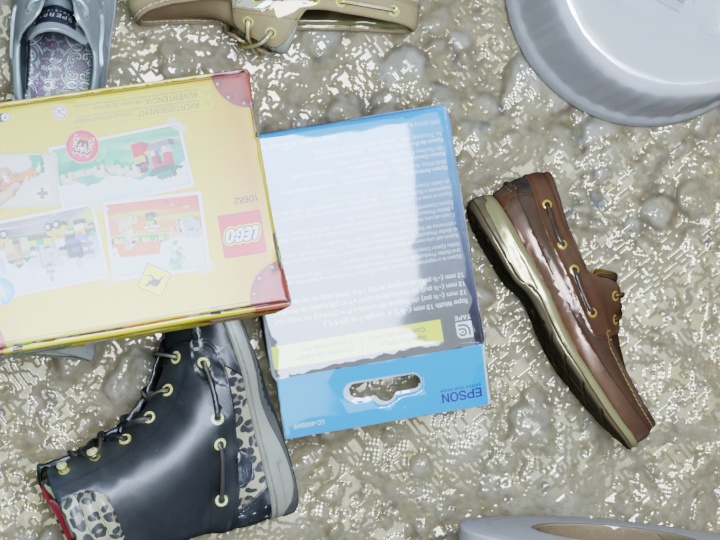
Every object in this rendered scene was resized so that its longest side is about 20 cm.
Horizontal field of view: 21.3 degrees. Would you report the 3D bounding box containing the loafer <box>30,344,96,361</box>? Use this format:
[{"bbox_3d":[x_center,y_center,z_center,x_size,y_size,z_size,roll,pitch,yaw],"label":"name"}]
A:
[{"bbox_3d":[-0.269,0.040,1.234,0.200,0.070,0.070,-7,82,-8],"label":"loafer"}]

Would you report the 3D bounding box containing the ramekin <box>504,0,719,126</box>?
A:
[{"bbox_3d":[0.203,-0.200,1.282,0.200,0.098,0.201,0,90,-7],"label":"ramekin"}]

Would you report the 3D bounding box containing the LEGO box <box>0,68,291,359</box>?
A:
[{"bbox_3d":[-0.156,-0.032,1.172,0.200,0.077,0.149,-9,86,-12],"label":"LEGO box"}]

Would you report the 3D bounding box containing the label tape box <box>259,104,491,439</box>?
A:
[{"bbox_3d":[0.000,0.000,1.273,0.143,0.066,0.200,-9,93,-7],"label":"label tape box"}]

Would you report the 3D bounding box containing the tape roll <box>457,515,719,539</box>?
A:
[{"bbox_3d":[0.157,0.237,1.224,0.202,0.203,0.139,4,90,-7],"label":"tape roll"}]

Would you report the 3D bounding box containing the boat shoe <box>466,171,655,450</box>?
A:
[{"bbox_3d":[0.148,0.025,1.288,0.068,0.072,0.200,-31,91,-5],"label":"boat shoe"}]

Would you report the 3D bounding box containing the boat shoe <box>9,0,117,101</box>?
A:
[{"bbox_3d":[-0.192,-0.153,1.242,0.070,0.072,0.201,1,90,-8],"label":"boat shoe"}]

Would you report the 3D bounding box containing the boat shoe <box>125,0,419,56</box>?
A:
[{"bbox_3d":[-0.055,-0.176,1.260,0.200,0.074,0.067,-8,86,-7],"label":"boat shoe"}]

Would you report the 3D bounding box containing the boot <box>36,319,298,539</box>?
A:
[{"bbox_3d":[-0.140,0.091,1.238,0.154,0.073,0.204,-23,97,-18],"label":"boot"}]
